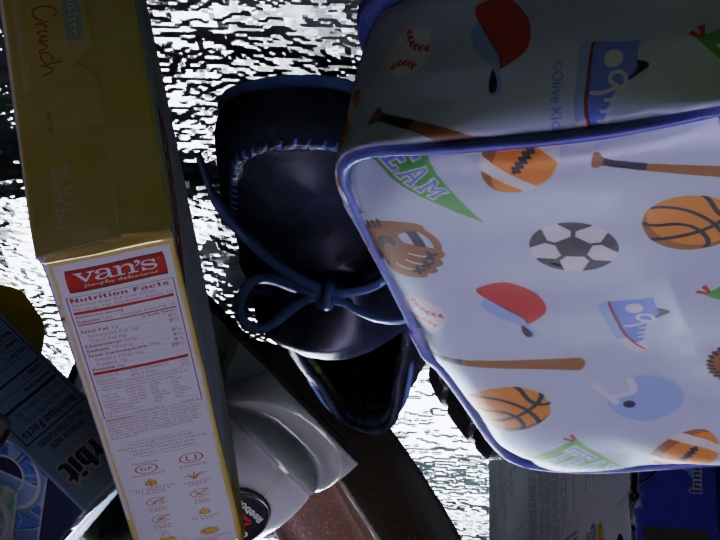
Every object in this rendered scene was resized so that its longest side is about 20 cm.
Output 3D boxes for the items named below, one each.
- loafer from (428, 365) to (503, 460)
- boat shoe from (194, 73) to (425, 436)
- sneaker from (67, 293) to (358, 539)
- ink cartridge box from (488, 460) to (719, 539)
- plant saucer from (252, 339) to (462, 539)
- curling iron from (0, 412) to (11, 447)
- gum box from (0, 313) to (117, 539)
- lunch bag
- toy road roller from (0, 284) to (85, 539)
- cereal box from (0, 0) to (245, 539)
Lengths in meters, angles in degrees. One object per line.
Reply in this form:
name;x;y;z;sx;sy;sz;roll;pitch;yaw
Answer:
loafer;0.079;-0.005;0.922;0.070;0.068;0.201;-28;160;-28
boat shoe;0.000;0.000;0.925;0.084;0.069;0.200;-3;156;16
sneaker;-0.073;0.047;0.932;0.074;0.089;0.200;45;180;-21
ink cartridge box;0.112;0.091;1.033;0.076;0.137;0.200;6;158;-12
plant saucer;0.003;0.105;1.077;0.037;0.201;0.201;-31;161;-12
curling iron;-0.190;-0.004;0.822;0.200;0.026;0.050;36;120;8
gum box;-0.190;0.048;0.890;0.200;0.045;0.170;44;125;4
lunch bag;0.091;-0.012;0.758;0.159;0.076;0.200;-7;147;21
toy road roller;-0.148;0.094;1.029;0.199;0.123;0.147;12;123;-7
cereal box;-0.069;-0.021;0.770;0.039;0.145;0.200;-11;152;-2
